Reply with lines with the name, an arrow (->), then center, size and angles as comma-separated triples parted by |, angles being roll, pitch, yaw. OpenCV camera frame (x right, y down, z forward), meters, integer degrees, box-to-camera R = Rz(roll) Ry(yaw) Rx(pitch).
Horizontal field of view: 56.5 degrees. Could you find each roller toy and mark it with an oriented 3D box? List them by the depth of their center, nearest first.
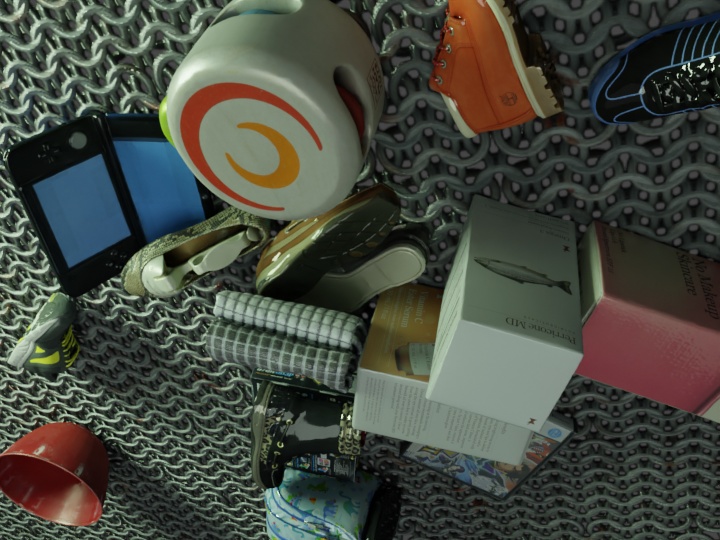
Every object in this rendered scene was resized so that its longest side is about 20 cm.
roller toy -> -0.070, -0.153, 0.621 | 0.198, 0.141, 0.182 | 30, 140, -13

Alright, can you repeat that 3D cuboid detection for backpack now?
backpack -> -0.053, 0.377, 1.044 | 0.197, 0.164, 0.156 | 1, 120, 23

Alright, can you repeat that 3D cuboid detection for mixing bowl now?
mixing bowl -> -0.513, 0.335, 1.154 | 0.197, 0.109, 0.202 | 8, 130, 9

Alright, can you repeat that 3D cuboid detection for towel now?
towel -> -0.080, 0.088, 0.791 | 0.163, 0.087, 0.200 | 11, 170, 6

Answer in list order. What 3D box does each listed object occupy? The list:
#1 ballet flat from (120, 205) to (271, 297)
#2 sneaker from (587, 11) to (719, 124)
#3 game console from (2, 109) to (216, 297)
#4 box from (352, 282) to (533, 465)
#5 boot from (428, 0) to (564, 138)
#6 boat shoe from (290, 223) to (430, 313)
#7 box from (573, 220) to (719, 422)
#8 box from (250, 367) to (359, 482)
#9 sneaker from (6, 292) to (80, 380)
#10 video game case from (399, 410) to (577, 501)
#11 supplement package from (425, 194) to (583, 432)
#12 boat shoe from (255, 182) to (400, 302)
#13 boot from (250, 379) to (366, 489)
ballet flat -> -0.191, -0.014, 0.764 | 0.198, 0.076, 0.068 | -27, 123, 4
sneaker -> 0.287, -0.167, 0.552 | 0.198, 0.078, 0.070 | -22, 120, 29
game console -> -0.269, -0.067, 0.761 | 0.118, 0.170, 0.202 | 27, 139, 36
box -> 0.103, 0.113, 0.779 | 0.197, 0.153, 0.107 | 11, 130, 6
boot -> 0.092, -0.205, 0.582 | 0.106, 0.076, 0.201 | -15, 124, 31
boat shoe -> 0.000, 0.000, 0.789 | 0.198, 0.057, 0.067 | -21, 119, 35
box -> 0.311, 0.053, 0.690 | 0.197, 0.129, 0.110 | 18, 130, -1
box -> -0.076, 0.222, 0.984 | 0.156, 0.046, 0.202 | 9, 130, 8
sneaker -> -0.443, 0.099, 0.979 | 0.084, 0.075, 0.199 | 35, 138, -21
video game case -> 0.173, 0.238, 0.944 | 0.179, 0.026, 0.201 | 24, 130, -5
supplement package -> 0.145, 0.036, 0.674 | 0.115, 0.201, 0.118 | 16, 131, 1
boat shoe -> -0.047, -0.041, 0.741 | 0.199, 0.075, 0.075 | -33, 145, 25
boot -> -0.071, 0.243, 0.922 | 0.151, 0.074, 0.206 | 9, 129, 6
